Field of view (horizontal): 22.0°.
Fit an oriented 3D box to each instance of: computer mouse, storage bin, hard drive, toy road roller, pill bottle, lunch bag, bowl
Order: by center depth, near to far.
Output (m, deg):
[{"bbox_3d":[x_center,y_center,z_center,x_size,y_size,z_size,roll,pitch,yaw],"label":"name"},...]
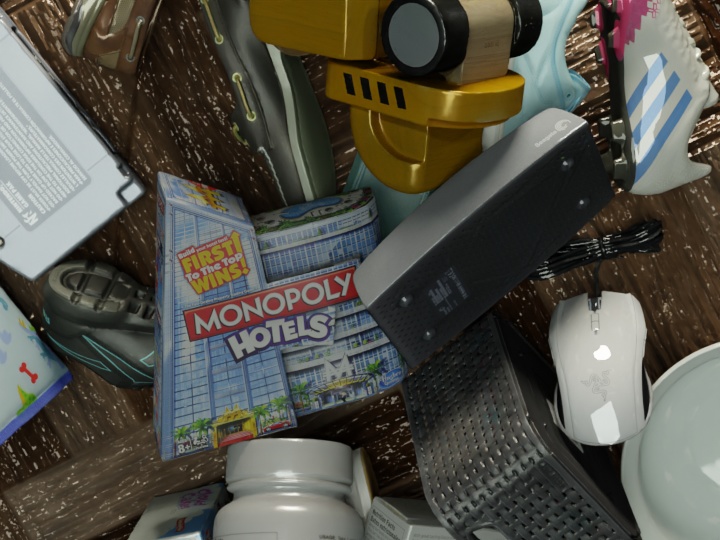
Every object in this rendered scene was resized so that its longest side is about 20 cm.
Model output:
[{"bbox_3d":[0.022,-0.140,1.311,0.200,0.123,0.146,19,113,35],"label":"toy road roller"},{"bbox_3d":[0.087,-0.025,1.323,0.200,0.135,0.042,-40,61,-2],"label":"hard drive"},{"bbox_3d":[0.173,0.039,1.340,0.110,0.200,0.044,-7,135,7],"label":"computer mouse"},{"bbox_3d":[0.114,0.137,1.347,0.094,0.200,0.135,-39,113,12],"label":"storage bin"},{"bbox_3d":[-0.054,0.230,1.370,0.113,0.113,0.200,0,76,6],"label":"pill bottle"},{"bbox_3d":[-0.344,0.084,1.390,0.127,0.200,0.170,-35,98,33],"label":"lunch bag"},{"bbox_3d":[0.295,0.137,1.394,0.201,0.090,0.201,1,102,7],"label":"bowl"}]

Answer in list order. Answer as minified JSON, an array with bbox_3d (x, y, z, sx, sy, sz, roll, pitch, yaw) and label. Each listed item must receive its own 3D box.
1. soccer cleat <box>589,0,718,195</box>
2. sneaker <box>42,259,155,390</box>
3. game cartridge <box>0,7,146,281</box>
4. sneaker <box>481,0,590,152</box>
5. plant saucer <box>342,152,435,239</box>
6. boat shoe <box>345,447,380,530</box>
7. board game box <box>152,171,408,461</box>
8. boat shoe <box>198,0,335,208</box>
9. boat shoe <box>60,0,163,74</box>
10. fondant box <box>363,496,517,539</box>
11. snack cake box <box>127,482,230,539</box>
[{"bbox_3d":[0.218,-0.156,1.356,0.086,0.070,0.200,-6,105,-9],"label":"soccer cleat"},{"bbox_3d":[-0.154,0.056,1.446,0.200,0.075,0.079,21,126,0],"label":"sneaker"},{"bbox_3d":[-0.277,-0.098,1.425,0.133,0.040,0.200,-38,96,3],"label":"game cartridge"},{"bbox_3d":[0.127,-0.118,1.365,0.082,0.074,0.200,8,108,0],"label":"sneaker"},{"bbox_3d":[0.000,0.000,1.433,0.070,0.019,0.200,21,103,1],"label":"plant saucer"},{"bbox_3d":[-0.013,0.238,1.460,0.069,0.071,0.200,-3,104,5],"label":"boat shoe"},{"bbox_3d":[-0.073,0.016,1.348,0.200,0.062,0.200,-15,115,-7],"label":"board game box"},{"bbox_3d":[-0.069,-0.128,1.387,0.061,0.072,0.201,-13,97,17],"label":"boat shoe"},{"bbox_3d":[-0.148,-0.235,1.372,0.072,0.076,0.200,30,113,-5],"label":"boat shoe"},{"bbox_3d":[0.056,0.280,1.429,0.144,0.058,0.200,9,103,-33],"label":"fondant box"},{"bbox_3d":[-0.119,0.283,1.460,0.067,0.115,0.200,-14,101,10],"label":"snack cake box"}]
